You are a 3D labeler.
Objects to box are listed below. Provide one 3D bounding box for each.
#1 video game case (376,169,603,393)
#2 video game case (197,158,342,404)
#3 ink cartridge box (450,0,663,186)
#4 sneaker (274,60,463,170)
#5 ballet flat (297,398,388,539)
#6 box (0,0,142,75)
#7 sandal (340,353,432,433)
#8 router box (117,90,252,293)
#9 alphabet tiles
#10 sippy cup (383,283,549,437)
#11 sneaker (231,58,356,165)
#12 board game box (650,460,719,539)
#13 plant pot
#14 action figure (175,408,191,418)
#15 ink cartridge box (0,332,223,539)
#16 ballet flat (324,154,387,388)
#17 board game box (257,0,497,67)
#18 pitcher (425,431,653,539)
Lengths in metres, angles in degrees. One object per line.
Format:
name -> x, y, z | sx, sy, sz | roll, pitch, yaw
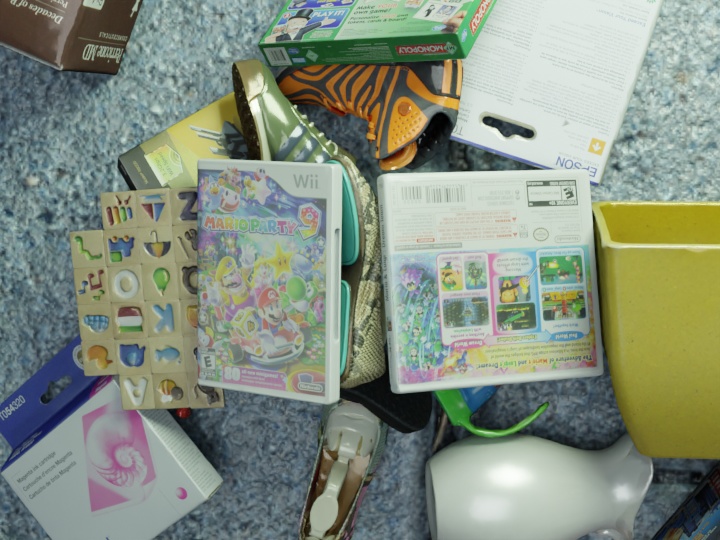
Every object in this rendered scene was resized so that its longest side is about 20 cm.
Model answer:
video game case -> 0.114, 0.006, 1.094 | 0.198, 0.024, 0.184 | -3, 88, -21
video game case -> -0.081, 0.007, 1.093 | 0.142, 0.018, 0.202 | 5, 98, 30
ink cartridge box -> 0.158, -0.203, 1.162 | 0.195, 0.043, 0.202 | 19, 101, 5
sneaker -> 0.002, -0.145, 1.140 | 0.199, 0.077, 0.113 | -5, 84, 39
ballet flat -> -0.018, 0.189, 1.222 | 0.069, 0.071, 0.202 | 16, 98, 5
box -> -0.282, -0.301, 1.147 | 0.163, 0.166, 0.201 | 22, 99, 3
sandal -> -0.014, 0.092, 1.184 | 0.048, 0.076, 0.200 | -19, 129, 42
router box -> -0.110, -0.055, 1.186 | 0.157, 0.052, 0.201 | -32, 92, -13
alphabet tiles -> -0.179, 0.027, 1.150 | 0.165, 0.006, 0.202 | -3, 97, 10
sippy cup -> 0.107, 0.053, 1.168 | 0.130, 0.140, 0.179 | -30, 115, -1
sneaker -> -0.049, -0.098, 1.142 | 0.089, 0.067, 0.202 | -16, 95, -14
board game box -> 0.332, 0.236, 1.120 | 0.062, 0.200, 0.200 | 38, 100, 2
plant pot -> 0.301, 0.055, 1.113 | 0.192, 0.196, 0.202 | 1, 103, 7
action figure -> -0.145, 0.041, 1.232 | 0.065, 0.052, 0.201 | 29, 94, -3
ink cartridge box -> -0.262, 0.181, 1.236 | 0.196, 0.043, 0.200 | -38, 92, 30
ballet flat -> 0.000, 0.000, 1.102 | 0.075, 0.068, 0.202 | -5, 98, -37
board game box -> 0.023, -0.234, 1.106 | 0.199, 0.135, 0.029 | 4, 138, 32
pitcher -> 0.164, 0.233, 1.192 | 0.198, 0.121, 0.173 | -4, 112, -4
